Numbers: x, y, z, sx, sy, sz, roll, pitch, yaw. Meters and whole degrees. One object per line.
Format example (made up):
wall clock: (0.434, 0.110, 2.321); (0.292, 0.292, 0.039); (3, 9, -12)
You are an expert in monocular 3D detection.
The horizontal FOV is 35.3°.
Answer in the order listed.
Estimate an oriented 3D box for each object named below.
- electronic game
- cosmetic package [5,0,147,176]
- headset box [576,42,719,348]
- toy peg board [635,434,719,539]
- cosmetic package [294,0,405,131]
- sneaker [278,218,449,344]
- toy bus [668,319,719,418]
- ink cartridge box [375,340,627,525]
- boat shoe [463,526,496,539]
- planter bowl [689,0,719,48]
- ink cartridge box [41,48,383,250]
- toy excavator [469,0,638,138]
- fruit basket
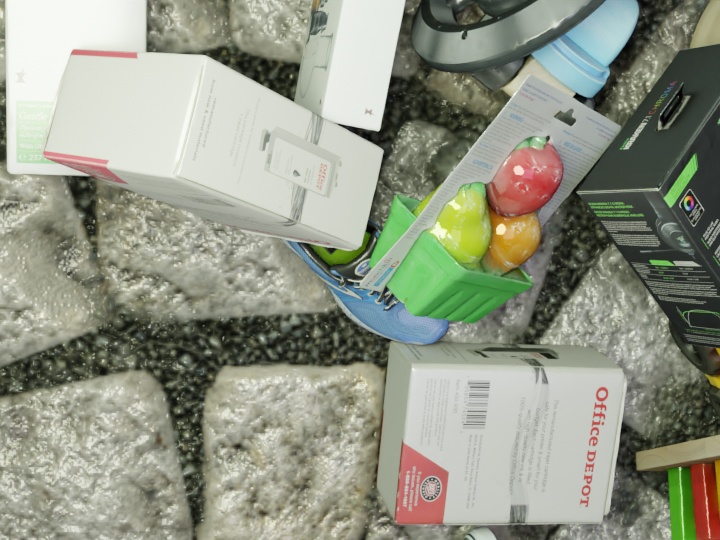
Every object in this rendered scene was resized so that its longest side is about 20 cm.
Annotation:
electronic game: (0.126, -0.226, 0.876); (0.200, 0.200, 0.042); (-42, 123, -2)
cosmetic package: (-0.216, -0.178, 0.865); (0.107, 0.085, 0.202); (-1, 103, -12)
headset box: (0.293, -0.065, 0.920); (0.174, 0.093, 0.200); (-50, 115, -20)
toy peg board: (0.384, 0.204, 1.017); (0.198, 0.199, 0.099); (3, 75, -14)
cosmetic package: (-0.002, -0.216, 0.872); (0.051, 0.151, 0.202); (9, 99, -15)
sneaker: (0.000, 0.000, 0.951); (0.200, 0.089, 0.079); (40, 92, -20)
toy bus: (0.394, 0.079, 1.009); (0.135, 0.192, 0.201); (-34, 109, -5)
ink cartridge box: (0.123, 0.144, 1.014); (0.198, 0.083, 0.148); (3, 102, -13)
boat shoe: (0.099, 0.338, 1.056); (0.070, 0.072, 0.202); (-5, 105, -16)
planter bowl: (0.408, -0.174, 0.987); (0.198, 0.135, 0.202); (-3, 103, -13)
ink cartridge box: (-0.101, -0.084, 0.814); (0.199, 0.146, 0.084); (20, 82, -51)
toy excavator: (0.192, -0.233, 0.932); (0.100, 0.195, 0.200); (35, 120, -17)
fruit basket: (0.103, -0.056, 0.882); (0.185, 0.094, 0.201); (9, 118, -56)
